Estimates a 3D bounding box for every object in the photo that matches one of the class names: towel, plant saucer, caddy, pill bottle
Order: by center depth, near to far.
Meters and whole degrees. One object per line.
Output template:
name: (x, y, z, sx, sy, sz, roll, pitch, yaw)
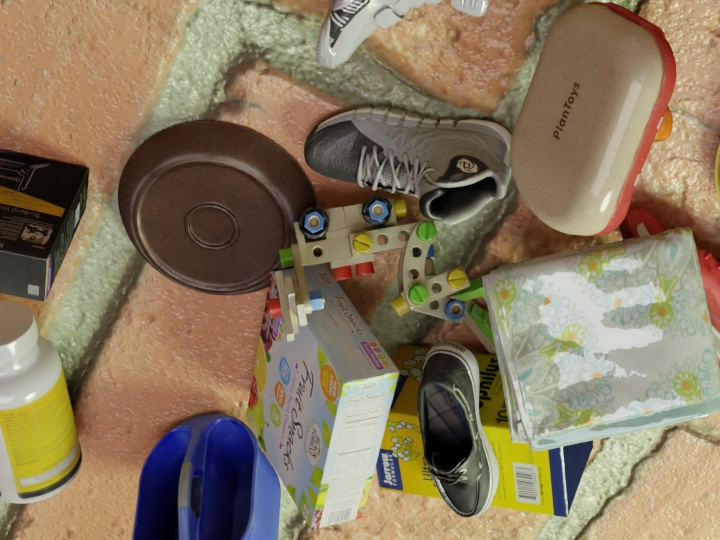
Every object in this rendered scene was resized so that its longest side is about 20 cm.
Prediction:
towel: (0.220, 0.064, 1.536, 0.198, 0.048, 0.173, -12, 97, 6)
plant saucer: (-0.140, -0.050, 1.635, 0.199, 0.035, 0.201, 3, 126, 5)
pill bottle: (-0.358, 0.135, 1.750, 0.111, 0.112, 0.201, 0, 126, 8)
caddy: (-0.162, 0.246, 1.758, 0.140, 0.201, 0.105, -14, 140, 19)

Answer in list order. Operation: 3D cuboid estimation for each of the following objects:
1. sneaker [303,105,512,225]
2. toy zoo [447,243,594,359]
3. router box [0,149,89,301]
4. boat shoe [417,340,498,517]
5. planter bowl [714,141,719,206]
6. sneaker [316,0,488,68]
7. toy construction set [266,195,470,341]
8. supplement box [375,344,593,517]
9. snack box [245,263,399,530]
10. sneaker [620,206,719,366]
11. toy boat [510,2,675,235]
sneaker: (0.041, -0.090, 1.527, 0.198, 0.116, 0.075, 0, 126, 8)
toy zoo: (0.197, 0.042, 1.627, 0.199, 0.021, 0.131, -17, 124, 38)
router box: (-0.370, -0.055, 1.587, 0.198, 0.158, 0.053, 12, 127, 0)
boat shoe: (0.086, 0.163, 1.578, 0.069, 0.066, 0.201, 9, 127, 19)
planter bowl: (0.416, -0.074, 1.486, 0.199, 0.084, 0.202, 2, 116, 4)
sneaker: (0.045, -0.237, 1.445, 0.114, 0.075, 0.200, 28, 121, -9)
toy construction set: (0.000, 0.000, 1.584, 0.199, 0.092, 0.132, -10, 89, -19)
supplement box: (0.120, 0.157, 1.675, 0.199, 0.109, 0.110, 5, 127, 20)
snack box: (-0.042, 0.123, 1.657, 0.067, 0.169, 0.201, -11, 134, -26)
sneaker: (0.337, -0.002, 1.594, 0.115, 0.078, 0.200, -37, 107, 2)
toy boat: (0.220, -0.128, 1.473, 0.130, 0.130, 0.201, -1, 119, -40)
